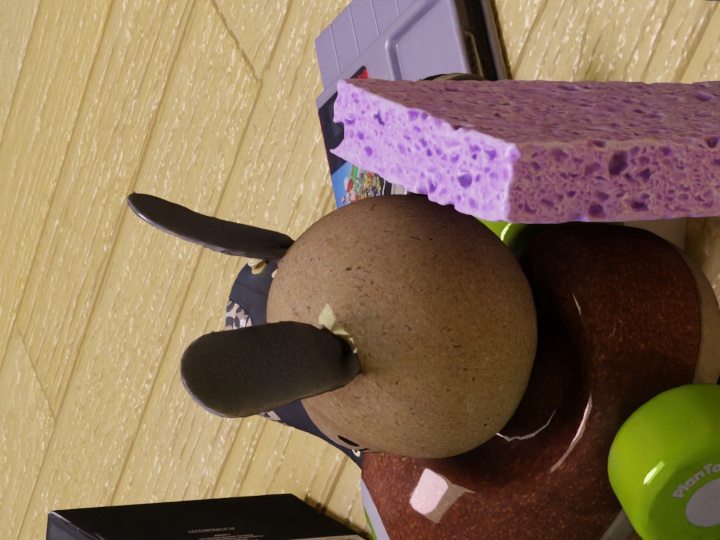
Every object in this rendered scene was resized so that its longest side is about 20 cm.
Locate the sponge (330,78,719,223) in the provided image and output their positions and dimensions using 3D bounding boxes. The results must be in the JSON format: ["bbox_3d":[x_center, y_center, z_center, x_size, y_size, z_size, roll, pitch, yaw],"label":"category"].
[{"bbox_3d":[0.103,-0.043,0.770,0.111,0.199,0.030,26,115,58],"label":"sponge"}]

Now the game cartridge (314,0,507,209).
[{"bbox_3d":[0.030,-0.045,1.070,0.130,0.038,0.201,-36,60,50],"label":"game cartridge"}]

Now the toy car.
[{"bbox_3d":[0.012,0.036,0.774,0.158,0.199,0.165,-56,36,24],"label":"toy car"}]

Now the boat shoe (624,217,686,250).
[{"bbox_3d":[0.082,0.028,0.937,0.068,0.072,0.201,27,124,39],"label":"boat shoe"}]

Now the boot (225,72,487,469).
[{"bbox_3d":[-0.001,0.001,1.008,0.153,0.073,0.205,24,121,48],"label":"boot"}]

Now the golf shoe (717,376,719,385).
[{"bbox_3d":[0.166,0.083,0.806,0.200,0.077,0.095,12,119,61],"label":"golf shoe"}]

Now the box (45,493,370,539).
[{"bbox_3d":[-0.074,0.227,1.138,0.124,0.148,0.201,21,108,57],"label":"box"}]
